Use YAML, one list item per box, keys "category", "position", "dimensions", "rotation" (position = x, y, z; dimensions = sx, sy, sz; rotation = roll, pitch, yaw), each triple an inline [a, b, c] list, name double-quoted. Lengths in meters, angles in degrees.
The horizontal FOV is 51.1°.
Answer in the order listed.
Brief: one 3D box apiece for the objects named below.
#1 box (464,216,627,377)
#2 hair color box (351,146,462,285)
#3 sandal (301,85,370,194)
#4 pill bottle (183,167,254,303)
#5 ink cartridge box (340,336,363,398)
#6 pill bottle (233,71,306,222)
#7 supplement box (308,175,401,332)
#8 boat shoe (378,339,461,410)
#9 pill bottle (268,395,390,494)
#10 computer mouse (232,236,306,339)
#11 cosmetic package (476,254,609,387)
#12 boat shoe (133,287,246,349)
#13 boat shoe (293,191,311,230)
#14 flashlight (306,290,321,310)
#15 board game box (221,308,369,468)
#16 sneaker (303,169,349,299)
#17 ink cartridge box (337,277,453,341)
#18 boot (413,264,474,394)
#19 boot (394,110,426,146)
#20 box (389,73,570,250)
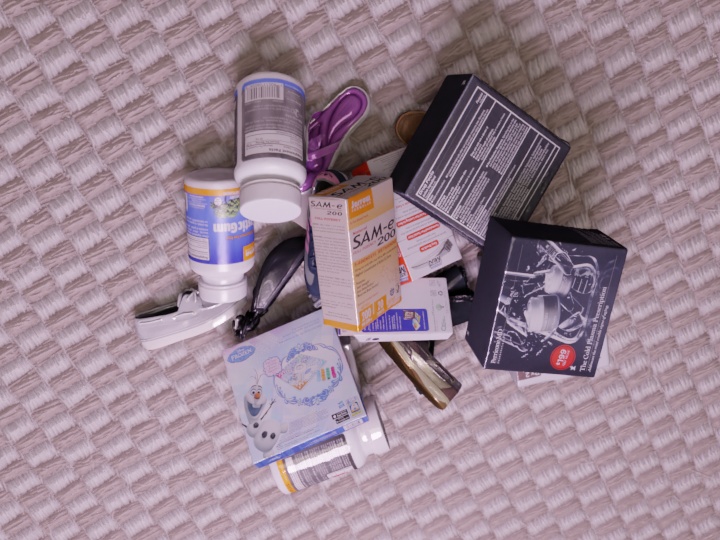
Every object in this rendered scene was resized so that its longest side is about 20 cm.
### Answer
- category: "box"
  position: [0.267, 0.040, 1.107]
  dimensions: [0.177, 0.104, 0.205]
  rotation: [5, 108, -10]
- category: "hair color box"
  position: [0.075, -0.091, 1.227]
  dimensions: [0.109, 0.064, 0.204]
  rotation: [-22, 91, -28]
- category: "sandal"
  position: [-0.062, -0.216, 1.200]
  dimensions: [0.082, 0.050, 0.205]
  rotation: [33, 84, 13]
- category: "pill bottle"
  position: [-0.227, -0.057, 1.225]
  dimensions: [0.109, 0.112, 0.205]
  rotation: [-2, 109, -6]
- category: "ink cartridge box"
  position: [-0.068, 0.222, 1.353]
  dimensions: [0.141, 0.084, 0.205]
  rotation: [-14, 109, -2]
- category: "pill bottle"
  position: [-0.137, -0.185, 1.146]
  dimensions: [0.111, 0.114, 0.205]
  rotation: [0, 74, -7]
- category: "supplement box"
  position: [-0.004, -0.028, 1.131]
  dimensions: [0.072, 0.125, 0.205]
  rotation: [8, 115, 35]
- category: "boat shoe"
  position: [0.093, 0.143, 1.284]
  dimensions: [0.064, 0.073, 0.201]
  rotation: [-38, 86, -15]
- category: "pill bottle"
  position: [-0.055, 0.290, 1.270]
  dimensions: [0.195, 0.117, 0.119]
  rotation: [-19, 110, 1]
- category: "computer mouse"
  position: [-0.154, 0.017, 1.266]
  dimensions: [0.052, 0.138, 0.202]
  rotation: [36, 92, 1]
- category: "cosmetic package"
  position: [0.306, 0.066, 1.285]
  dimensions: [0.161, 0.201, 0.169]
  rotation: [-13, 110, -3]
- category: "boat shoe"
  position: [-0.294, 0.068, 1.288]
  dimensions: [0.196, 0.072, 0.070]
  rotation: [-19, 111, 10]
- category: "boat shoe"
  position: [-0.070, -0.100, 1.259]
  dimensions: [0.075, 0.093, 0.200]
  rotation: [-45, 80, 14]
- category: "flashlight"
  position: [0.000, 0.000, 1.292]
  dimensions: [0.198, 0.068, 0.068]
  rotation: [-36, 144, 1]
- category: "board game box"
  position: [-0.109, 0.189, 1.238]
  dimensions: [0.196, 0.202, 0.044]
  rotation: [-22, 155, -1]
- category: "sneaker"
  position: [-0.063, -0.055, 1.166]
  dimensions: [0.068, 0.082, 0.206]
  rotation: [7, 95, 17]
- category: "ink cartridge box"
  position: [0.052, 0.064, 1.248]
  dimensions: [0.194, 0.039, 0.102]
  rotation: [1, 68, -12]
- category: "boot"
  position: [0.143, 0.107, 1.344]
  dimensions: [0.165, 0.077, 0.204]
  rotation: [-20, 104, 4]
- category: "boot"
  position: [0.150, -0.205, 1.243]
  dimensions: [0.196, 0.076, 0.075]
  rotation: [23, 107, -12]
- category: "box"
  position: [0.176, -0.161, 1.152]
  dimensions: [0.196, 0.123, 0.203]
  rotation: [30, 94, -20]
